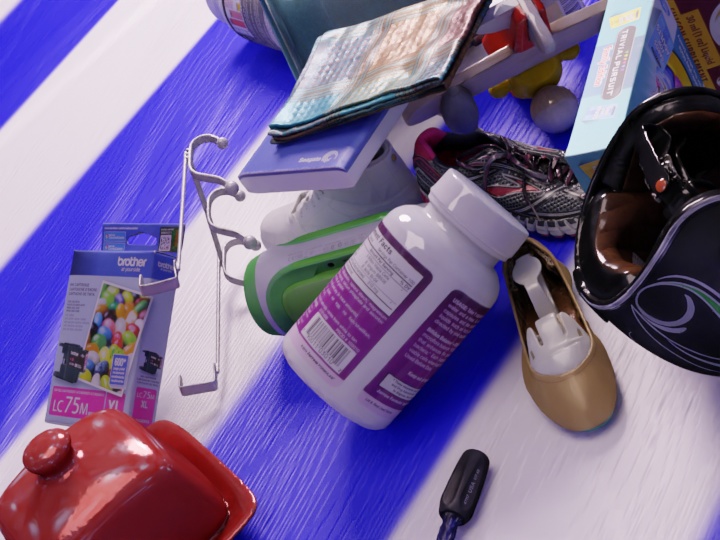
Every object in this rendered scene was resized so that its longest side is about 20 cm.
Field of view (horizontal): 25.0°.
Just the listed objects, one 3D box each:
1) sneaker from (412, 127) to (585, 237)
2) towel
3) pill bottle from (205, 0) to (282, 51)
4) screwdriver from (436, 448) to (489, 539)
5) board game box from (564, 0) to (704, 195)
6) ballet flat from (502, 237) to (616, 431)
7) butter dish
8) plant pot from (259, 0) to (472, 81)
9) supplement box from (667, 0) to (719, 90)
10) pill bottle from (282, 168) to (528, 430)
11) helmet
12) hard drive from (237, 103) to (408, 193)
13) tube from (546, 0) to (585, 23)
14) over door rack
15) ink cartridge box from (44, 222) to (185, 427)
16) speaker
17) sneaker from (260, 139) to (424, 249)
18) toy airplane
[{"bbox_3d":[0.137,-0.080,1.398,0.200,0.075,0.081,3,46,24],"label":"sneaker"},{"bbox_3d":[0.017,-0.183,1.413,0.200,0.022,0.147,-13,38,40],"label":"towel"},{"bbox_3d":[-0.091,-0.309,1.844,0.116,0.116,0.200,-45,36,-15],"label":"pill bottle"},{"bbox_3d":[0.054,0.213,1.173,0.028,0.029,0.200,-5,48,36],"label":"screwdriver"},{"bbox_3d":[0.230,-0.107,1.300,0.047,0.151,0.200,-10,41,30],"label":"board game box"},{"bbox_3d":[0.145,0.045,1.264,0.069,0.063,0.200,-27,35,8],"label":"ballet flat"},{"bbox_3d":[-0.219,0.186,1.320,0.200,0.148,0.199,-42,36,-12],"label":"butter dish"},{"bbox_3d":[0.011,-0.263,1.653,0.196,0.200,0.200,-25,35,0],"label":"plant pot"},{"bbox_3d":[0.357,-0.252,1.391,0.200,0.131,0.103,-20,38,21],"label":"supplement box"},{"bbox_3d":[0.039,0.020,1.295,0.200,0.112,0.112,-49,33,9],"label":"pill bottle"},{"bbox_3d":[0.267,-0.021,1.132,0.200,0.191,0.200,-164,90,-72],"label":"helmet"},{"bbox_3d":[-0.011,-0.150,1.457,0.132,0.025,0.200,-1,46,43],"label":"hard drive"},{"bbox_3d":[0.162,-0.314,1.565,0.052,0.200,0.058,-33,35,-2],"label":"tube"},{"bbox_3d":[-0.131,-0.006,1.472,0.067,0.148,0.200,-2,44,14],"label":"over door rack"},{"bbox_3d":[-0.228,0.050,1.506,0.119,0.042,0.200,2,78,41],"label":"ink cartridge box"},{"bbox_3d":[0.000,0.000,1.419,0.200,0.088,0.088,-15,39,26],"label":"speaker"},{"bbox_3d":[-0.032,-0.076,1.514,0.200,0.116,0.074,-9,44,35],"label":"sneaker"},{"bbox_3d":[0.159,-0.192,1.474,0.200,0.141,0.199,-25,1,43],"label":"toy airplane"}]
